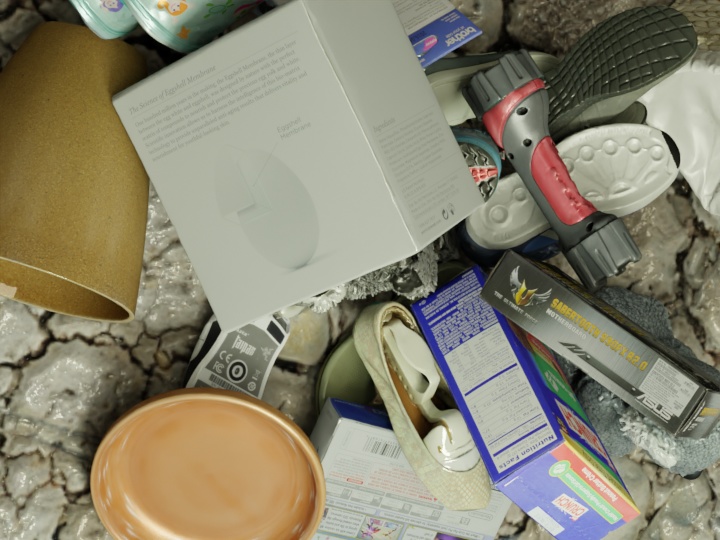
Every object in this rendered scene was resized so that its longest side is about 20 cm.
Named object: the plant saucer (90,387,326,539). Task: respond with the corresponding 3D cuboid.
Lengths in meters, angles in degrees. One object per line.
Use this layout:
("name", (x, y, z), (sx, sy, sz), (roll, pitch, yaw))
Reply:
("plant saucer", (-0.127, 0.176, 1.623), (0.198, 0.038, 0.202), (1, 123, 1))

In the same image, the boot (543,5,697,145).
("boot", (0.220, -0.156, 1.680), (0.130, 0.199, 0.068), (16, 51, -57))

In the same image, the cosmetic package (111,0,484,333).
("cosmetic package", (-0.047, -0.091, 1.455), (0.123, 0.198, 0.202), (-35, 101, -55))

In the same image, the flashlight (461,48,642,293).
("flashlight", (0.162, -0.084, 1.595), (0.068, 0.068, 0.201), (-33, 82, 3))

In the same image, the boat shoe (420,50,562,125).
("boat shoe", (0.102, -0.167, 1.682), (0.199, 0.062, 0.073), (-11, 131, -41))

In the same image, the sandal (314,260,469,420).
("sandal", (0.034, 0.071, 1.705), (0.201, 0.057, 0.080), (-49, 114, -8))

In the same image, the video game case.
("video game case", (0.025, 0.220, 1.714), (0.198, 0.045, 0.183), (17, 108, -26))

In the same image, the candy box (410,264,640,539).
("candy box", (0.140, 0.119, 1.644), (0.077, 0.201, 0.169), (-32, 142, 11))

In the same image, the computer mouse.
("computer mouse", (-0.101, 0.051, 1.652), (0.109, 0.044, 0.201), (33, 80, -30))

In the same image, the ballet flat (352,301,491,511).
("ballet flat", (0.056, 0.117, 1.638), (0.067, 0.062, 0.201), (-31, 88, -30))

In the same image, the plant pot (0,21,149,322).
("plant pot", (-0.238, -0.084, 1.502), (0.185, 0.186, 0.202), (20, 78, -26))

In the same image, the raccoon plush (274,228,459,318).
("raccoon plush", (0.000, 0.000, 1.652), (0.133, 0.200, 0.098), (-18, 71, 18))

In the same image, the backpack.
("backpack", (-0.163, -0.260, 1.472), (0.150, 0.178, 0.200), (-40, 97, 15))

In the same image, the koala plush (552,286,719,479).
("koala plush", (0.269, 0.118, 1.740), (0.176, 0.200, 0.186), (-17, 107, -19))

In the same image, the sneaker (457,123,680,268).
("sneaker", (0.179, -0.061, 1.701), (0.198, 0.147, 0.081), (-22, 81, -1))

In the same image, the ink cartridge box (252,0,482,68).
("ink cartridge box", (-0.010, -0.215, 1.556), (0.119, 0.200, 0.042), (-32, 150, -28))

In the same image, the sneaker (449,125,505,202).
("sneaker", (0.020, -0.083, 1.564), (0.198, 0.096, 0.080), (3, 112, 13))

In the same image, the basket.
("basket", (0.369, -0.160, 1.733), (0.161, 0.198, 0.201), (-42, 112, -13))

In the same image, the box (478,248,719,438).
("box", (0.206, 0.062, 1.591), (0.049, 0.199, 0.158), (-56, 161, 7))
